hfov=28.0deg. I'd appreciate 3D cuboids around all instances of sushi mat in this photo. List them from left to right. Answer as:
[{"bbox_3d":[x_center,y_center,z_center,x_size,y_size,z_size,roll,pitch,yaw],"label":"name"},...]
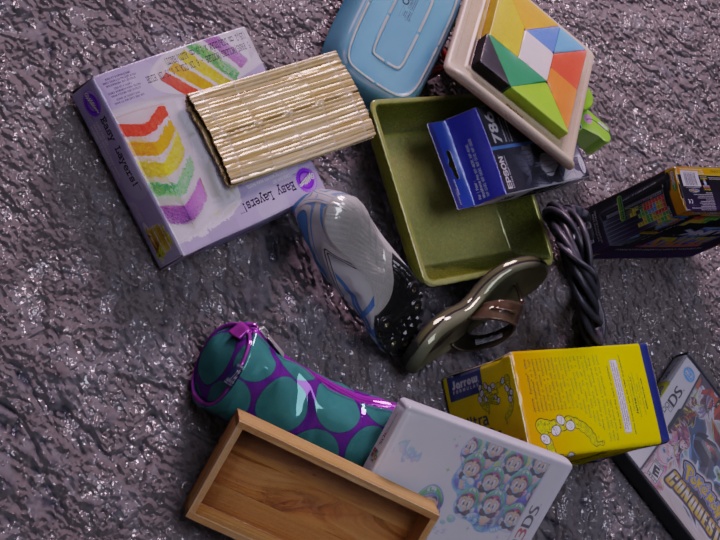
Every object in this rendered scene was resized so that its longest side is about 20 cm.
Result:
[{"bbox_3d":[-0.072,-0.147,1.381,0.200,0.012,0.096,-24,87,-42],"label":"sushi mat"}]

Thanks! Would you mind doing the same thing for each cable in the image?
[{"bbox_3d":[0.228,0.008,1.530,0.200,0.051,0.164,27,56,-78],"label":"cable"}]

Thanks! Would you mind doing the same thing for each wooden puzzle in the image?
[{"bbox_3d":[0.178,-0.227,1.544,0.185,0.037,0.200,35,46,-23],"label":"wooden puzzle"}]

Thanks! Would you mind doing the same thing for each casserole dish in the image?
[{"bbox_3d":[0.038,-0.255,1.515,0.121,0.039,0.200,30,74,-19],"label":"casserole dish"}]

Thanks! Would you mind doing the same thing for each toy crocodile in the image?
[{"bbox_3d":[0.201,-0.201,1.634,0.200,0.067,0.062,42,54,-15],"label":"toy crocodile"}]

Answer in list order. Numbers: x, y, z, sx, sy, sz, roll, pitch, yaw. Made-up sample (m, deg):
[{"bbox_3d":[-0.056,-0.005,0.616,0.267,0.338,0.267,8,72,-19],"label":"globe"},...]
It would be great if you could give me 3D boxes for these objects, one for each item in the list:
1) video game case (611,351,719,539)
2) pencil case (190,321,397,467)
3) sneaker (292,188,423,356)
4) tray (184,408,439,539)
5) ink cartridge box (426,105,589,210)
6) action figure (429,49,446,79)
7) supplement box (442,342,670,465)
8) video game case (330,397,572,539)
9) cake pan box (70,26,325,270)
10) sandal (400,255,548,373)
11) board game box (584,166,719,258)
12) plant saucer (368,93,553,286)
[{"bbox_3d":[0.387,0.223,1.642,0.200,0.025,0.181,51,51,-10],"label":"video game case"},{"bbox_3d":[-0.051,0.122,1.309,0.200,0.092,0.085,30,13,-26],"label":"pencil case"},{"bbox_3d":[0.000,0.000,1.397,0.072,0.072,0.200,-44,125,-21],"label":"sneaker"},{"bbox_3d":[-0.042,0.208,1.262,0.200,0.037,0.099,27,100,-13],"label":"tray"},{"bbox_3d":[0.160,-0.127,1.529,0.200,0.039,0.100,-16,84,-46],"label":"ink cartridge box"},{"bbox_3d":[0.049,-0.309,1.575,0.065,0.052,0.200,-32,92,-35],"label":"action figure"},{"bbox_3d":[0.201,0.144,1.478,0.200,0.109,0.110,-1,74,-37],"label":"supplement box"},{"bbox_3d":[0.078,0.227,1.339,0.200,0.024,0.182,22,101,-28],"label":"video game case"},{"bbox_3d":[-0.145,-0.119,1.354,0.200,0.052,0.184,-26,92,-41],"label":"cake pan box"},{"bbox_3d":[0.123,0.055,1.468,0.057,0.080,0.201,42,56,20],"label":"sandal"},{"bbox_3d":[0.369,-0.064,1.644,0.200,0.165,0.057,-2,72,-37],"label":"board game box"},{"bbox_3d":[0.096,-0.083,1.519,0.199,0.048,0.200,-9,79,-41],"label":"plant saucer"}]
